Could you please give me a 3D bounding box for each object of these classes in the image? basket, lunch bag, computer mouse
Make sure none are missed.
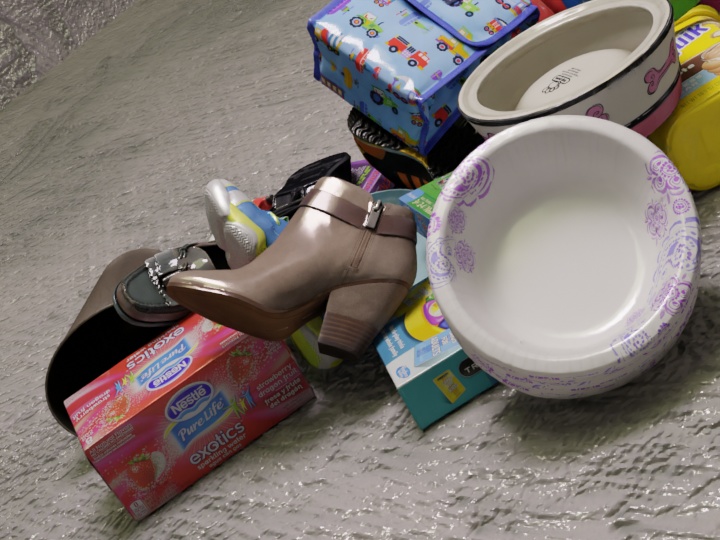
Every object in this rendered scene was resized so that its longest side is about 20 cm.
[{"bbox_3d":[-0.225,0.062,1.411,0.179,0.137,0.200,-33,19,8],"label":"basket"},{"bbox_3d":[0.069,-0.239,1.360,0.150,0.094,0.200,37,68,21],"label":"lunch bag"},{"bbox_3d":[-0.076,-0.064,1.438,0.139,0.047,0.200,-20,14,14],"label":"computer mouse"}]

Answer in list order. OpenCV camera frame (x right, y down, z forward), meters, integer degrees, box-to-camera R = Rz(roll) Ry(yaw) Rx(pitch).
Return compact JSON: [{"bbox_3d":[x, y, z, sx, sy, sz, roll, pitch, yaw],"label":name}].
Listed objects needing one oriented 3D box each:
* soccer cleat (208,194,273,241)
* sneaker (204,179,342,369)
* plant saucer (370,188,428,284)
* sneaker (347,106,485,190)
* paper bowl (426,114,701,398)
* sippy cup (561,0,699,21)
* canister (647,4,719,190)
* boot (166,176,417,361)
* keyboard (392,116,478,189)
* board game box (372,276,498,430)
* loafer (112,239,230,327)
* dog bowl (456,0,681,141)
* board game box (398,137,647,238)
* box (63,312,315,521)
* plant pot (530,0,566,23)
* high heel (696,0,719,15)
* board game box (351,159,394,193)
[{"bbox_3d":[-0.145,-0.018,1.558,0.085,0.069,0.201,-29,18,29],"label":"soccer cleat"},{"bbox_3d":[-0.055,-0.013,1.252,0.104,0.201,0.076,-34,-3,-20],"label":"sneaker"},{"bbox_3d":[0.000,0.000,1.342,0.198,0.028,0.201,-21,36,16],"label":"plant saucer"},{"bbox_3d":[0.078,-0.103,1.388,0.199,0.090,0.070,32,75,20],"label":"sneaker"},{"bbox_3d":[0.153,-0.004,1.030,0.198,0.104,0.204,-4,70,11],"label":"paper bowl"},{"bbox_3d":[0.250,-0.306,1.331,0.129,0.141,0.178,-30,16,1],"label":"sippy cup"},{"bbox_3d":[0.304,-0.158,1.248,0.147,0.087,0.200,-30,24,2],"label":"canister"},{"bbox_3d":[-0.050,-0.013,1.182,0.070,0.197,0.148,114,175,-69],"label":"boot"},{"bbox_3d":[0.086,-0.115,1.491,0.201,0.040,0.104,-50,17,-9],"label":"keyboard"},{"bbox_3d":[0.107,0.032,1.157,0.199,0.047,0.151,-32,23,0],"label":"board game box"},{"bbox_3d":[-0.140,-0.005,1.296,0.198,0.072,0.063,-17,-25,-39],"label":"loafer"},{"bbox_3d":[0.187,-0.156,1.187,0.198,0.074,0.201,-25,26,13],"label":"dog bowl"},{"bbox_3d":[0.145,-0.083,1.249,0.198,0.037,0.151,-26,16,-7],"label":"board game box"},{"bbox_3d":[-0.155,0.115,1.244,0.199,0.096,0.100,-34,31,-7],"label":"box"},{"bbox_3d":[0.209,-0.282,1.481,0.183,0.201,0.199,-50,28,-21],"label":"plant pot"},{"bbox_3d":[0.390,-0.239,1.327,0.197,0.068,0.096,-2,23,27],"label":"high heel"},{"bbox_3d":[-0.043,-0.041,1.484,0.119,0.032,0.201,-10,40,50],"label":"board game box"}]
